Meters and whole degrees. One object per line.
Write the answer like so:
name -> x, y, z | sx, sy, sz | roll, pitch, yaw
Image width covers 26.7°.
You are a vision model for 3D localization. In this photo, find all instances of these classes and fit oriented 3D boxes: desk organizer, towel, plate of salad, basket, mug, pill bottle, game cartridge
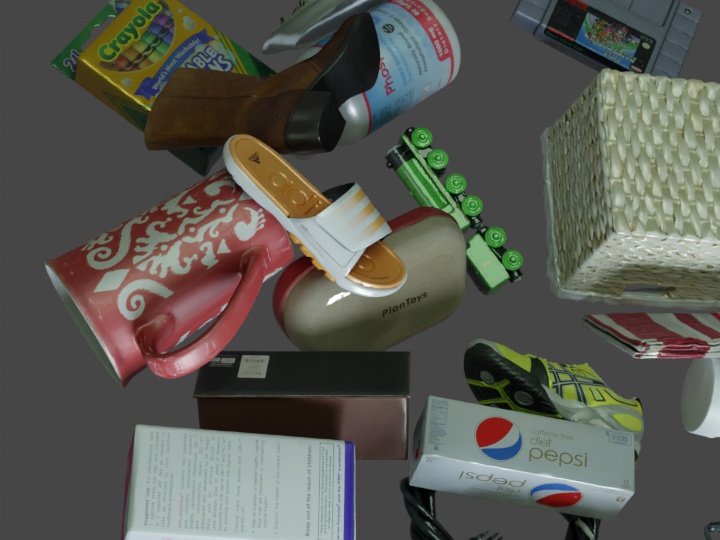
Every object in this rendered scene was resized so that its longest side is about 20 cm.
desk organizer -> -0.052, 0.127, 1.425 | 0.199, 0.077, 0.072 | 0, 32, 3
towel -> 0.340, 0.060, 1.527 | 0.199, 0.144, 0.023 | 0, 101, -14
plate of salad -> -0.021, -0.283, 1.545 | 0.200, 0.200, 0.048 | -32, 90, -24
basket -> 0.305, -0.079, 1.561 | 0.197, 0.161, 0.201 | 5, 67, -13
mug -> -0.160, 0.014, 1.398 | 0.199, 0.134, 0.178 | -33, 71, -15
pill bottle -> 0.000, -0.198, 1.564 | 0.200, 0.109, 0.109 | -35, 79, -25
game cartridge -> 0.279, -0.285, 1.716 | 0.199, 0.038, 0.130 | 27, 59, -2
pill bottle -> 0.429, 0.139, 1.521 | 0.199, 0.112, 0.113 | 12, 64, -9

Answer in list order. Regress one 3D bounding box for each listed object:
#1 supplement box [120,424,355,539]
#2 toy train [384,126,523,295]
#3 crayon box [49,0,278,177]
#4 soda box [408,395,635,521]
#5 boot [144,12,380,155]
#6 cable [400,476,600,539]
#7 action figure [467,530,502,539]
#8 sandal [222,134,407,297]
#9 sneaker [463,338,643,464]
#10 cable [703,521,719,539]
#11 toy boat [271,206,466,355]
supplement box -> -0.112, 0.207, 1.363 | 0.199, 0.101, 0.104 | 5, 65, -12
toy train -> 0.094, -0.061, 1.568 | 0.056, 0.042, 0.200 | -33, 78, -13
crayon box -> -0.200, -0.205, 1.550 | 0.200, 0.052, 0.126 | 36, 63, 4
soda box -> 0.149, 0.174, 1.399 | 0.199, 0.068, 0.064 | 11, 55, -4
boot -> -0.092, -0.181, 1.476 | 0.199, 0.069, 0.189 | 3, 55, 28
cable -> 0.135, 0.225, 1.437 | 0.199, 0.051, 0.164 | 21, 63, -3
action figure -> 0.075, 0.303, 1.321 | 0.102, 0.200, 0.119 | -12, 69, -31
sandal -> -0.035, -0.059, 1.364 | 0.206, 0.059, 0.079 | 41, 40, -3
sneaker -> 0.190, 0.122, 1.500 | 0.199, 0.075, 0.077 | 32, 52, -8
cable -> 0.425, 0.320, 1.475 | 0.199, 0.051, 0.164 | 5, 66, -13
toy boat -> 0.000, 0.000, 1.487 | 0.199, 0.131, 0.131 | -24, 44, -23
